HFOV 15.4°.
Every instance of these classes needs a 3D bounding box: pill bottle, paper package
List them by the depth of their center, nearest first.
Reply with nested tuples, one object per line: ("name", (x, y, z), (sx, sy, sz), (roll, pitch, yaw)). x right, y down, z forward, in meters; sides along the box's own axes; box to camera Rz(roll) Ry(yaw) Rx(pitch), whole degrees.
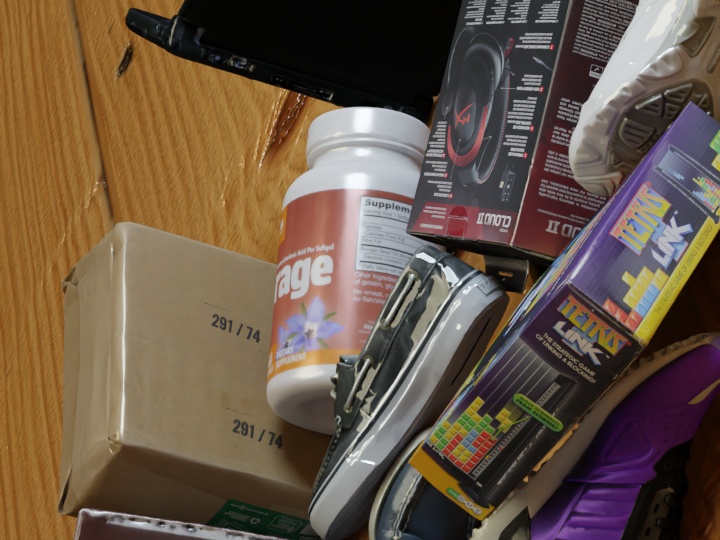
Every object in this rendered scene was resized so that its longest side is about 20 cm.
("pill bottle", (0.000, 0.000, 1.755), (0.112, 0.112, 0.201), (-33, 48, 56))
("paper package", (-0.097, 0.088, 1.804), (0.103, 0.200, 0.191), (-46, 37, 45))

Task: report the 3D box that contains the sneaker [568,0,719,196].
("sneaker", (0.182, -0.132, 1.509), (0.200, 0.078, 0.099), (-55, 24, 20))

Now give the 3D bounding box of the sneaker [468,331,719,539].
("sneaker", (0.148, 0.124, 1.433), (0.100, 0.070, 0.200), (48, 111, 17))

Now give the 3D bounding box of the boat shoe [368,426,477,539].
("boat shoe", (0.033, 0.194, 1.620), (0.062, 0.075, 0.200), (35, 106, 64))

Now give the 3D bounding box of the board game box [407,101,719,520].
("board game box", (0.122, 0.020, 1.436), (0.165, 0.057, 0.200), (-53, -2, 40))

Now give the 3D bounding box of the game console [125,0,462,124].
("game console", (-0.035, -0.180, 1.825), (0.176, 0.200, 0.117), (33, 105, 65))

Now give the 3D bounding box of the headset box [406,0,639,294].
("headset box", (0.106, -0.086, 1.624), (0.149, 0.075, 0.201), (8, 84, 65))

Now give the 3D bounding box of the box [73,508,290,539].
("box", (-0.100, 0.251, 1.678), (0.200, 0.165, 0.165), (78, -159, -78))

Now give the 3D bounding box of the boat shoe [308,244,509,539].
("boat shoe", (0.017, 0.073, 1.641), (0.071, 0.072, 0.200), (39, 107, 22))
